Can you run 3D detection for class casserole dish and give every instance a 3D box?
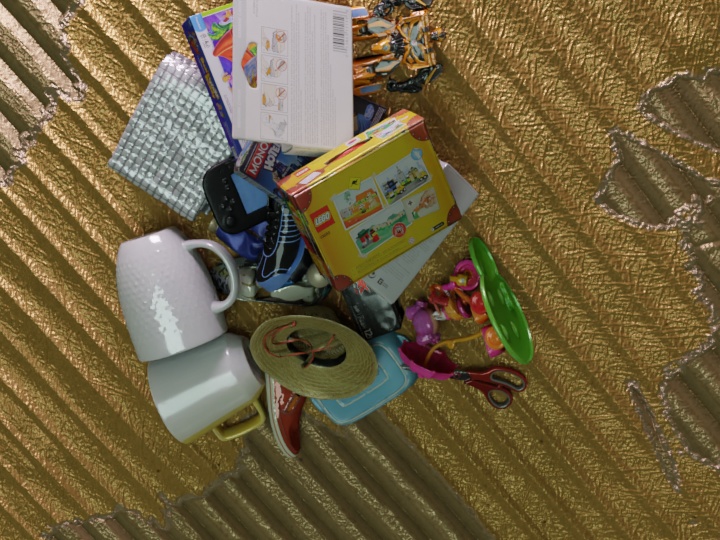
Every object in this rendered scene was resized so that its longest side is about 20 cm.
[{"bbox_3d":[0.001,0.173,1.624,0.199,0.039,0.122,-33,102,17],"label":"casserole dish"}]

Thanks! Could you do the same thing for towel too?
[{"bbox_3d":[-0.255,-0.196,1.508,0.164,0.086,0.201,31,110,-5],"label":"towel"}]

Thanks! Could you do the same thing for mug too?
[{"bbox_3d":[-0.229,0.178,1.629,0.151,0.187,0.151,-25,70,7],"label":"mug"},{"bbox_3d":[-0.275,0.023,1.553,0.197,0.148,0.178,-15,98,19],"label":"mug"}]

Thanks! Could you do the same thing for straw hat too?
[{"bbox_3d":[-0.064,0.102,1.561,0.197,0.086,0.203,5,135,5],"label":"straw hat"}]

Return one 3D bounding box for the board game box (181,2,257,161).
[{"bbox_3d":[-0.148,-0.273,1.428,0.133,0.045,0.203,-25,98,-24],"label":"board game box"}]

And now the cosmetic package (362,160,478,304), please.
[{"bbox_3d":[0.072,-0.059,1.459,0.074,0.102,0.201,39,92,-18],"label":"cosmetic package"}]

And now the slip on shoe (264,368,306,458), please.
[{"bbox_3d":[-0.114,0.207,1.639,0.060,0.074,0.204,-3,104,7],"label":"slip on shoe"}]

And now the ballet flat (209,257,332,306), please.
[{"bbox_3d":[-0.144,0.020,1.575,0.197,0.072,0.073,4,111,8],"label":"ballet flat"}]

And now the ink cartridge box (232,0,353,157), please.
[{"bbox_3d":[-0.093,-0.254,1.337,0.171,0.043,0.204,3,82,-26],"label":"ink cartridge box"}]

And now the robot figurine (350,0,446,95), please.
[{"bbox_3d":[0.022,-0.312,1.433,0.197,0.058,0.147,-8,109,12],"label":"robot figurine"}]

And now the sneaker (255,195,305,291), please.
[{"bbox_3d":[-0.110,-0.071,1.460,0.077,0.070,0.202,27,92,-36],"label":"sneaker"}]

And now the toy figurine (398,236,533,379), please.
[{"bbox_3d":[0.134,0.079,1.529,0.182,0.150,0.203,-26,82,23],"label":"toy figurine"}]

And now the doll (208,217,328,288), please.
[{"bbox_3d":[-0.126,-0.041,1.536,0.199,0.048,0.137,34,88,8],"label":"doll"}]

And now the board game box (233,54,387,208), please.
[{"bbox_3d":[-0.091,-0.187,1.387,0.198,0.061,0.202,33,70,-18],"label":"board game box"}]

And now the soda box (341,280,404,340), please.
[{"bbox_3d":[0.000,0.000,1.547,0.070,0.063,0.203,-19,106,14],"label":"soda box"}]

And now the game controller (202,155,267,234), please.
[{"bbox_3d":[-0.131,-0.134,1.486,0.198,0.042,0.106,-27,118,-14],"label":"game controller"}]

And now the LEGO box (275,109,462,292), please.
[{"bbox_3d":[0.013,-0.092,1.328,0.198,0.077,0.150,-30,115,-10],"label":"LEGO box"}]

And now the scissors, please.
[{"bbox_3d":[0.164,0.159,1.591,0.197,0.014,0.074,23,116,-9],"label":"scissors"}]
